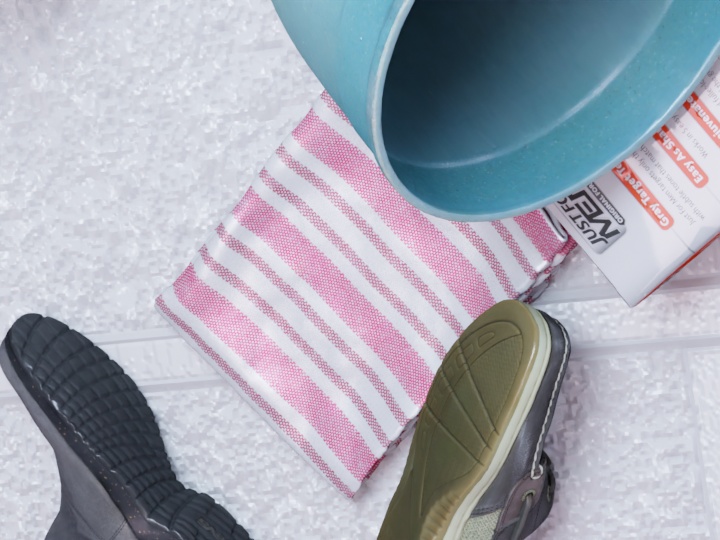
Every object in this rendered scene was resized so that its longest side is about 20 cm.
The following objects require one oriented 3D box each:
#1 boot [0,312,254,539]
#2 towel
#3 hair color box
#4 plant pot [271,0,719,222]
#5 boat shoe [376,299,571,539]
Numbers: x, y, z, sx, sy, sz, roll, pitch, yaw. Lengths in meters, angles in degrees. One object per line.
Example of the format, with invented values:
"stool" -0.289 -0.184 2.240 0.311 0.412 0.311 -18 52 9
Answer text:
"boot" -0.151 0.133 1.362 0.132 0.070 0.200 -41 82 29
"towel" 0.000 0.000 1.290 0.146 0.030 0.200 44 114 7
"hair color box" 0.169 -0.087 1.186 0.200 0.061 0.102 -42 85 23
"plant pot" 0.039 -0.157 1.121 0.188 0.199 0.201 49 118 36
"boat shoe" 0.061 0.103 1.271 0.066 0.072 0.202 9 119 -26
